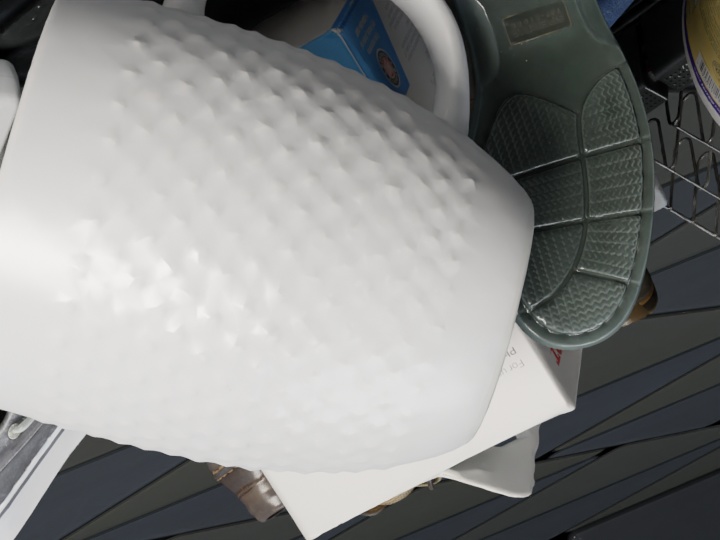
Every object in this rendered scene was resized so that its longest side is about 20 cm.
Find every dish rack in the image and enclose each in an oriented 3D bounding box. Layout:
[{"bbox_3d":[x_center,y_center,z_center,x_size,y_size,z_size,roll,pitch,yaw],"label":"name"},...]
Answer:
[{"bbox_3d":[0.207,-0.070,1.349,0.200,0.055,0.153,28,137,-29],"label":"dish rack"}]

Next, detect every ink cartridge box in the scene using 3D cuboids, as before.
[{"bbox_3d":[0.000,0.000,1.084,0.125,0.200,0.129,-28,-167,16],"label":"ink cartridge box"}]

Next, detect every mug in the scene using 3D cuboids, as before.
[{"bbox_3d":[-0.030,-0.029,0.937,0.175,0.201,0.148,16,160,-4],"label":"mug"}]

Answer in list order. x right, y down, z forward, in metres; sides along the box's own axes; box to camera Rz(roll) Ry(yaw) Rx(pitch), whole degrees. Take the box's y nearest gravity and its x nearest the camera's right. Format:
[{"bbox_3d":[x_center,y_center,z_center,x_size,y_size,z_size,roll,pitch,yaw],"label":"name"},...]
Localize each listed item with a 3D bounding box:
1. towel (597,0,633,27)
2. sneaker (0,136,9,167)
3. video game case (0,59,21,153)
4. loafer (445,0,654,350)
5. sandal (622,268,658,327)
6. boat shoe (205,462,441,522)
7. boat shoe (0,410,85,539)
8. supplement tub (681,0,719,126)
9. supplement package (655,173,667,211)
[{"bbox_3d":[0.117,-0.156,1.040,0.112,0.049,0.200,-51,180,-29],"label":"towel"},{"bbox_3d":[-0.154,-0.051,0.963,0.115,0.076,0.200,-32,162,38],"label":"sneaker"},{"bbox_3d":[-0.231,-0.009,0.902,0.199,0.023,0.182,2,141,-25],"label":"video game case"},{"bbox_3d":[0.064,-0.069,1.013,0.072,0.201,0.063,-10,177,-5],"label":"loafer"},{"bbox_3d":[0.082,-0.028,1.322,0.081,0.200,0.055,-20,124,-1],"label":"sandal"},{"bbox_3d":[0.000,0.078,1.250,0.200,0.073,0.074,-10,162,-47],"label":"boat shoe"},{"bbox_3d":[-0.157,0.043,1.214,0.200,0.072,0.068,-56,142,0],"label":"boat shoe"},{"bbox_3d":[0.218,-0.132,1.149,0.145,0.146,0.200,-23,167,-7],"label":"supplement tub"},{"bbox_3d":[0.022,-0.041,1.229,0.200,0.110,0.114,-27,167,10],"label":"supplement package"}]
